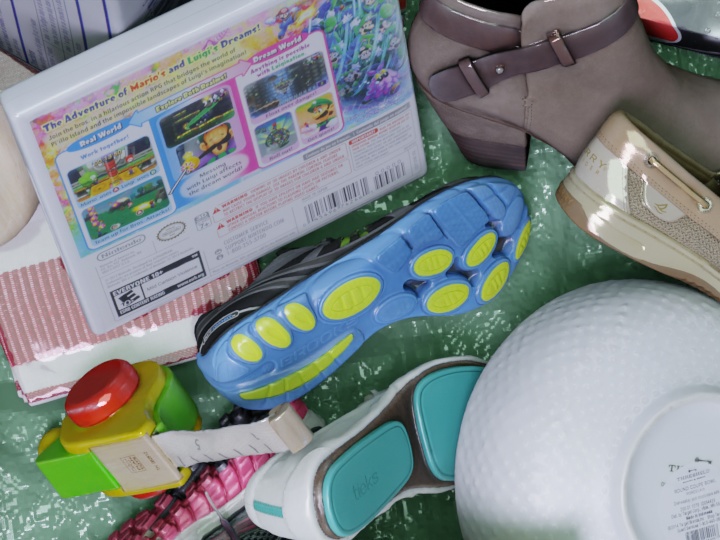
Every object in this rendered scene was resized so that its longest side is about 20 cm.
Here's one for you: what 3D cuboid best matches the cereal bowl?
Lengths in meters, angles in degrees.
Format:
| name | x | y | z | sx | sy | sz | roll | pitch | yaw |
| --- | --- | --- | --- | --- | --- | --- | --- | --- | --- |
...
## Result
| name | x | y | z | sx | sy | sz | roll | pitch | yaw |
| --- | --- | --- | --- | --- | --- | --- | --- | --- | --- |
| cereal bowl | 0.153 | 0.104 | 1.221 | 0.199 | 0.083 | 0.202 | -1 | 92 | -24 |

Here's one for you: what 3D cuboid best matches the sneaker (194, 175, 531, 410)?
| name | x | y | z | sx | sy | sz | roll | pitch | yaw |
| --- | --- | --- | --- | --- | --- | --- | --- | --- | --- |
| sneaker | 0.000 | 0.000 | 1.254 | 0.199 | 0.083 | 0.071 | -28 | 121 | -16 |

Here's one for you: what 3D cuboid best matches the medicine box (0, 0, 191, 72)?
| name | x | y | z | sx | sy | sz | roll | pitch | yaw |
| --- | --- | --- | --- | --- | --- | --- | --- | --- | --- |
| medicine box | -0.174 | -0.188 | 1.186 | 0.199 | 0.182 | 0.103 | 30 | 76 | 5 |

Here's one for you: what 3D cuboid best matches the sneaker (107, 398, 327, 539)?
| name | x | y | z | sx | sy | sz | roll | pitch | yaw |
| --- | --- | --- | --- | --- | --- | --- | --- | --- | --- |
| sneaker | -0.084 | 0.154 | 1.246 | 0.200 | 0.081 | 0.075 | -45 | 106 | 0 |

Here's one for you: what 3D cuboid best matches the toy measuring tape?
| name | x | y | z | sx | sy | sz | roll | pitch | yaw |
| --- | --- | --- | --- | --- | --- | --- | --- | --- | --- |
| toy measuring tape | -0.090 | 0.074 | 1.217 | 0.199 | 0.073 | 0.074 | -14 | 88 | 42 |

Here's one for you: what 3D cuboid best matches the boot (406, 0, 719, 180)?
| name | x | y | z | sx | sy | sz | roll | pitch | yaw |
| --- | --- | --- | --- | --- | --- | --- | --- | --- | --- |
| boot | 0.123 | -0.106 | 1.225 | 0.198 | 0.147 | 0.071 | -4 | 56 | 2 |

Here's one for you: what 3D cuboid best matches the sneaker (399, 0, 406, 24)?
| name | x | y | z | sx | sy | sz | roll | pitch | yaw |
| --- | --- | --- | --- | --- | --- | --- | --- | --- | --- |
| sneaker | -0.027 | -0.169 | 1.274 | 0.081 | 0.077 | 0.202 | 5 | 95 | 30 |

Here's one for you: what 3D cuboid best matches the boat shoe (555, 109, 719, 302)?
| name | x | y | z | sx | sy | sz | roll | pitch | yaw |
| --- | --- | --- | --- | --- | --- | --- | --- | --- | --- |
| boat shoe | 0.196 | -0.019 | 1.235 | 0.199 | 0.071 | 0.065 | 23 | 109 | -26 |

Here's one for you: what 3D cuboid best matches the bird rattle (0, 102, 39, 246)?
| name | x | y | z | sx | sy | sz | roll | pitch | yaw |
| --- | --- | --- | --- | --- | --- | --- | --- | --- | --- |
| bird rattle | -0.228 | -0.078 | 1.197 | 0.163 | 0.200 | 0.113 | 33 | 45 | -12 |

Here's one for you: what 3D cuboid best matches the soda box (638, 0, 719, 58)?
| name | x | y | z | sx | sy | sz | roll | pitch | yaw |
| --- | --- | --- | --- | --- | --- | --- | --- | --- | --- |
| soda box | 0.147 | -0.160 | 1.271 | 0.198 | 0.063 | 0.071 | 13 | 88 | -1 |

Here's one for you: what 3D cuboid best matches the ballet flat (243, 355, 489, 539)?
| name | x | y | z | sx | sy | sz | roll | pitch | yaw |
| --- | --- | --- | --- | --- | --- | --- | --- | --- | --- |
| ballet flat | 0.010 | 0.088 | 1.221 | 0.069 | 0.200 | 0.070 | 10 | 109 | 32 |

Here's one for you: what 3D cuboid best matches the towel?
| name | x | y | z | sx | sy | sz | roll | pitch | yaw |
| --- | --- | --- | --- | --- | --- | --- | --- | --- | --- |
| towel | -0.138 | -0.043 | 1.279 | 0.143 | 0.023 | 0.202 | -15 | 90 | -4 |

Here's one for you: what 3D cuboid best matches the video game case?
| name | x | y | z | sx | sy | sz | roll | pitch | yaw |
| --- | --- | --- | --- | --- | --- | --- | --- | --- | --- |
| video game case | -0.066 | -0.067 | 1.198 | 0.199 | 0.183 | 0.024 | -26 | 54 | -10 |
